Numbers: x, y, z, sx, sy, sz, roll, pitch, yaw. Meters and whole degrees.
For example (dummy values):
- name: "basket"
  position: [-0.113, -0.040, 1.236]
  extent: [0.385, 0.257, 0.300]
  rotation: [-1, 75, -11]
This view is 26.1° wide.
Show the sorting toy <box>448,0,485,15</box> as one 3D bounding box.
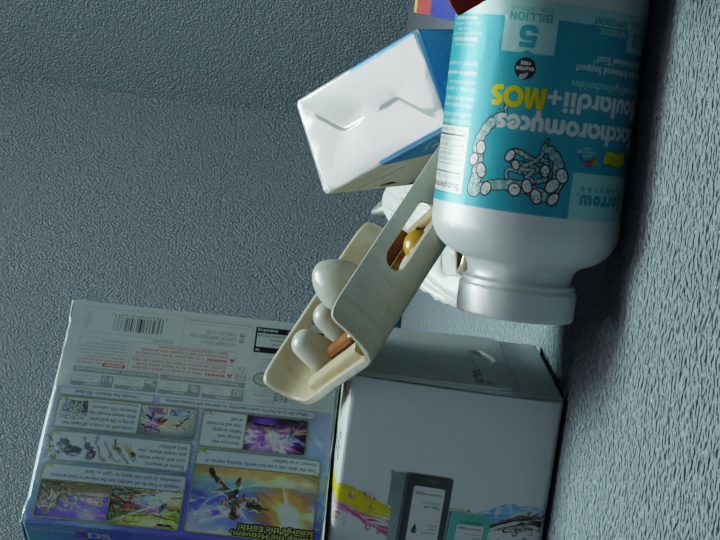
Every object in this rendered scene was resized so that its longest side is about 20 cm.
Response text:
- name: "sorting toy"
  position: [0.088, -0.223, 0.839]
  extent: [0.070, 0.199, 0.199]
  rotation: [56, -167, -24]

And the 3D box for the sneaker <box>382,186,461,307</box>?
- name: "sneaker"
  position: [0.076, -0.048, 1.329]
  extent: [0.200, 0.077, 0.100]
  rotation: [-124, 34, -43]

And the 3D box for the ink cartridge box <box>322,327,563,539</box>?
- name: "ink cartridge box"
  position: [0.049, 0.155, 1.094]
  extent: [0.147, 0.145, 0.202]
  rotation: [-95, 13, -78]

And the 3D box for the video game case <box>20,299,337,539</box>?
- name: "video game case"
  position: [-0.118, 0.115, 1.081]
  extent: [0.046, 0.198, 0.182]
  rotation: [96, 180, -52]

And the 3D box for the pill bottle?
- name: "pill bottle"
  position: [0.101, -0.073, 0.892]
  extent: [0.111, 0.110, 0.202]
  rotation: [-102, 18, -83]

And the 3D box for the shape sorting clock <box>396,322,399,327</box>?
- name: "shape sorting clock"
  position: [0.051, 0.062, 2.791]
  extent: [0.200, 0.039, 0.202]
  rotation: [-173, 90, -88]

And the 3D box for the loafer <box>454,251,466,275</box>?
- name: "loafer"
  position: [0.088, -0.090, 1.243]
  extent: [0.072, 0.062, 0.202]
  rotation: [114, 145, -71]

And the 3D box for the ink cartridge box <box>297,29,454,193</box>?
- name: "ink cartridge box"
  position: [0.069, -0.108, 1.044]
  extent: [0.116, 0.199, 0.068]
  rotation: [-25, 80, 40]

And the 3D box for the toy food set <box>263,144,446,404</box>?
- name: "toy food set"
  position: [0.000, 0.000, 1.004]
  extent: [0.144, 0.060, 0.200]
  rotation: [-57, 6, -21]

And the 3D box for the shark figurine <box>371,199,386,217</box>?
- name: "shark figurine"
  position: [0.108, -0.072, 1.499]
  extent: [0.214, 0.127, 0.090]
  rotation: [-23, 85, 68]

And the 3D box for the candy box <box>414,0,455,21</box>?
- name: "candy box"
  position: [0.110, -0.348, 1.548]
  extent: [0.200, 0.076, 0.171]
  rotation: [-63, -19, -69]
